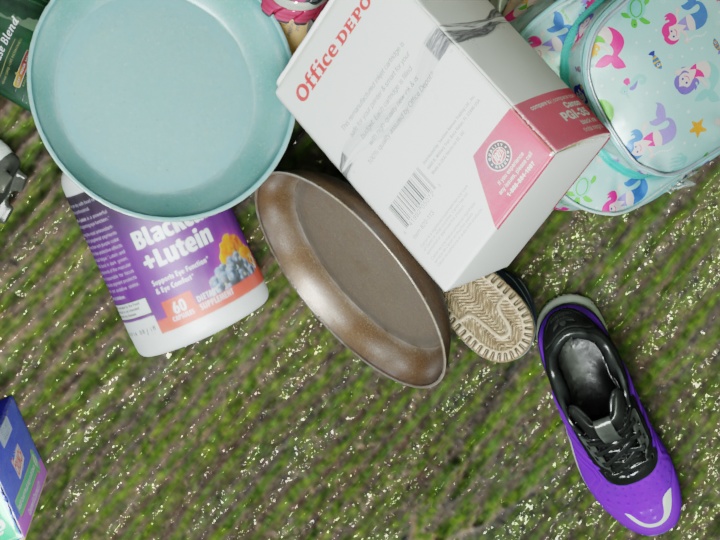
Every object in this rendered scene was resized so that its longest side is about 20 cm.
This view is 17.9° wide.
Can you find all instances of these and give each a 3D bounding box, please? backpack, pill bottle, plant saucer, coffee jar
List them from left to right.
[{"bbox_3d":[-0.300,-0.206,1.695,0.199,0.086,0.105,28,136,-4],"label":"coffee jar"},{"bbox_3d":[-0.156,-0.047,1.716,0.111,0.111,0.201,-24,98,3],"label":"pill bottle"},{"bbox_3d":[-0.145,-0.131,1.651,0.198,0.036,0.202,3,79,-18],"label":"plant saucer"},{"bbox_3d":[0.000,0.000,1.696,0.032,0.200,0.201,-41,97,-23],"label":"plant saucer"},{"bbox_3d":[0.190,-0.137,1.669,0.199,0.150,0.179,-31,105,-9],"label":"backpack"}]

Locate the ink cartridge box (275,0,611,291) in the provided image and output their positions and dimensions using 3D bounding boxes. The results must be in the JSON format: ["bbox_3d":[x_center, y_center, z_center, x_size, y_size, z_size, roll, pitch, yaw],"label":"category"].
[{"bbox_3d":[0.055,-0.111,1.603,0.200,0.083,0.147,50,127,17],"label":"ink cartridge box"}]

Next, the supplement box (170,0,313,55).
[{"bbox_3d":[-0.041,-0.195,1.719,0.198,0.069,0.067,17,104,-2],"label":"supplement box"}]

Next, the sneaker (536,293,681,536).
[{"bbox_3d":[0.187,0.121,1.749,0.069,0.100,0.201,-26,97,5],"label":"sneaker"}]

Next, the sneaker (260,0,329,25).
[{"bbox_3d":[-0.034,-0.280,1.671,0.080,0.075,0.202,4,63,-10],"label":"sneaker"}]

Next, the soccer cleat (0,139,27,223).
[{"bbox_3d":[-0.330,-0.018,1.748,0.086,0.070,0.201,29,95,11],"label":"soccer cleat"}]

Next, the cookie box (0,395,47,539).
[{"bbox_3d":[-0.344,0.184,1.718,0.199,0.171,0.076,-24,101,3],"label":"cookie box"}]

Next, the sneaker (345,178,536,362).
[{"bbox_3d":[0.063,-0.012,1.739,0.070,0.108,0.201,-39,81,6],"label":"sneaker"}]

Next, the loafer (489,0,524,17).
[{"bbox_3d":[0.106,-0.160,1.727,0.062,0.072,0.202,21,95,-11],"label":"loafer"}]
